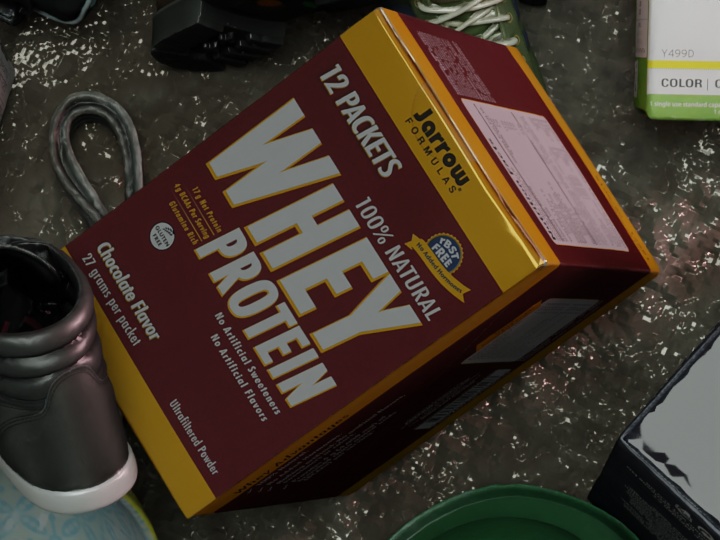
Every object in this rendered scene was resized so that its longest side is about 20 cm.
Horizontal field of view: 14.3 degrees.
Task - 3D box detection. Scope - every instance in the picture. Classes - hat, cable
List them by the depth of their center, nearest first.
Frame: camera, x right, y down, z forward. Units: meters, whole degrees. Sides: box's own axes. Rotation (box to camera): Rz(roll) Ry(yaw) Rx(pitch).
[{"bbox_3d":[0.042,0.144,1.271,0.199,0.176,0.166,31,78,36],"label":"hat"},{"bbox_3d":[-0.114,0.006,1.407,0.096,0.050,0.202,-1,78,4],"label":"cable"}]

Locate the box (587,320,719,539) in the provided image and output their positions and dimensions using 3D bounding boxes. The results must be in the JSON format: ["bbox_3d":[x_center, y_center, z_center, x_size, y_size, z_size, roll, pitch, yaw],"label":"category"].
[{"bbox_3d":[0.212,0.059,1.305,0.117,0.200,0.197,42,81,9],"label":"box"}]

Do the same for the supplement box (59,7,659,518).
[{"bbox_3d":[0.000,0.000,1.301,0.197,0.200,0.133,-36,77,15],"label":"supplement box"}]

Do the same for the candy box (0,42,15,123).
[{"bbox_3d":[-0.278,-0.035,1.413,0.167,0.072,0.201,12,78,5],"label":"candy box"}]

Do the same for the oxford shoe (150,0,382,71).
[{"bbox_3d":[-0.031,-0.165,1.388,0.199,0.072,0.085,-16,66,40],"label":"oxford shoe"}]

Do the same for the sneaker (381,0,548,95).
[{"bbox_3d":[0.044,-0.129,1.411,0.067,0.090,0.201,-21,77,-3],"label":"sneaker"}]

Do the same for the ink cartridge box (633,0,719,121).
[{"bbox_3d":[0.209,-0.174,1.396,0.147,0.076,0.202,1,95,2],"label":"ink cartridge box"}]

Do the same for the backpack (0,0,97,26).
[{"bbox_3d":[-0.167,-0.241,1.392,0.177,0.200,0.151,28,60,9],"label":"backpack"}]

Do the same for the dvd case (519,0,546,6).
[{"bbox_3d":[0.101,-0.222,1.373,0.017,0.200,0.144,11,79,1],"label":"dvd case"}]

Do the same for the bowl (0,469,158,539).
[{"bbox_3d":[-0.200,0.126,1.336,0.199,0.201,0.108,-24,44,-3],"label":"bowl"}]

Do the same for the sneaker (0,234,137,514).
[{"bbox_3d":[-0.165,0.018,1.239,0.070,0.100,0.200,-25,37,-29],"label":"sneaker"}]
